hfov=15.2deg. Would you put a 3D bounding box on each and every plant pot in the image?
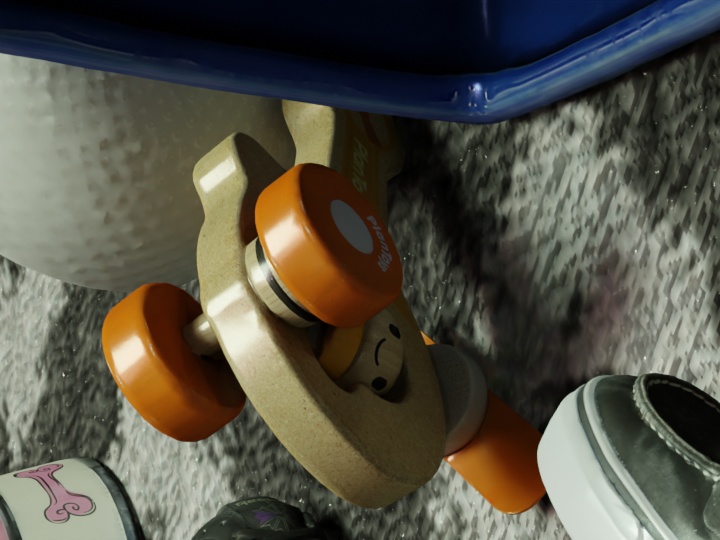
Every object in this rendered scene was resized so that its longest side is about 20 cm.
[{"bbox_3d":[-0.002,-0.155,0.730,0.200,0.199,0.181,159,117,-64],"label":"plant pot"}]

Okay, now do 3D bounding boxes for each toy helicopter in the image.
[{"bbox_3d":[0.000,0.000,0.830,0.079,0.132,0.200,-37,25,23],"label":"toy helicopter"}]

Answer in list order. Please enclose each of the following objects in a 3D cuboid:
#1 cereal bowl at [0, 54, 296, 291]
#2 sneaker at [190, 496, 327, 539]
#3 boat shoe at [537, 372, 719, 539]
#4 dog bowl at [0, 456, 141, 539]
[{"bbox_3d":[-0.085,-0.098,0.907,0.083,0.199,0.201,-36,54,39],"label":"cereal bowl"},{"bbox_3d":[-0.034,0.115,0.915,0.200,0.075,0.088,149,126,-61],"label":"sneaker"},{"bbox_3d":[0.116,0.068,0.613,0.200,0.072,0.071,43,117,46],"label":"boat shoe"},{"bbox_3d":[-0.154,0.181,1.161,0.200,0.073,0.202,-177,90,-65],"label":"dog bowl"}]
